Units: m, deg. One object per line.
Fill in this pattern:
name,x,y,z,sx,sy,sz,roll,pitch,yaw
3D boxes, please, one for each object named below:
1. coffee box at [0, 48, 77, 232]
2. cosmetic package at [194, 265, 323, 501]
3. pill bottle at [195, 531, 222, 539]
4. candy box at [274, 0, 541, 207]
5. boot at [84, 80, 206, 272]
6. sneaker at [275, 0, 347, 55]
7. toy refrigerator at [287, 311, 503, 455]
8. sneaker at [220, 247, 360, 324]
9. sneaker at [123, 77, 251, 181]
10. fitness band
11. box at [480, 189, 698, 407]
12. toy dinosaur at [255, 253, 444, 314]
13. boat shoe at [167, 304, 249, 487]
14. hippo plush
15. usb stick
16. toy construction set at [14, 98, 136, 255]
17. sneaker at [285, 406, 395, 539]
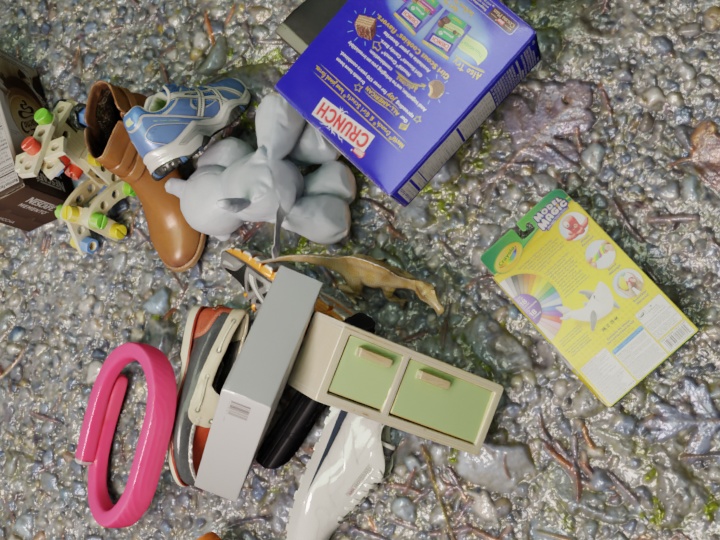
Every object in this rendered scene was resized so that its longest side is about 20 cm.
coffee box,-0.426,-0.160,1.172,0.079,0.113,0.201,-24,75,12
cosmetic package,-0.101,0.114,0.954,0.051,0.200,0.151,21,51,-2
pill bottle,-0.109,0.360,0.990,0.200,0.106,0.106,41,94,19
candy box,0.045,-0.190,0.934,0.200,0.077,0.169,-47,72,5
boot,-0.239,-0.105,1.081,0.076,0.155,0.202,-9,78,16
sneaker,0.003,-0.248,1.073,0.200,0.075,0.106,43,97,20
toy refrigerator,0.038,0.111,0.939,0.070,0.199,0.076,17,84,61
sneaker,-0.081,0.041,1.053,0.200,0.078,0.078,35,103,21
sneaker,-0.185,-0.176,1.065,0.075,0.200,0.077,-29,106,32
fitness band,-0.258,0.178,1.065,0.143,0.037,0.202,14,90,51
box,0.224,0.025,0.976,0.117,0.048,0.200,-42,74,7
toy dinosaur,0.000,0.000,1.016,0.199,0.101,0.059,14,79,13
boat shoe,-0.165,0.137,1.067,0.062,0.071,0.202,3,78,15
hippo plush,-0.110,-0.077,1.059,0.160,0.159,0.201,-16,41,41
usb stick,-0.048,0.127,1.006,0.033,0.055,0.201,41,115,18
toy construction set,-0.324,-0.112,1.101,0.092,0.200,0.132,21,72,19
sneaker,-0.014,0.213,1.006,0.080,0.076,0.201,21,89,10
